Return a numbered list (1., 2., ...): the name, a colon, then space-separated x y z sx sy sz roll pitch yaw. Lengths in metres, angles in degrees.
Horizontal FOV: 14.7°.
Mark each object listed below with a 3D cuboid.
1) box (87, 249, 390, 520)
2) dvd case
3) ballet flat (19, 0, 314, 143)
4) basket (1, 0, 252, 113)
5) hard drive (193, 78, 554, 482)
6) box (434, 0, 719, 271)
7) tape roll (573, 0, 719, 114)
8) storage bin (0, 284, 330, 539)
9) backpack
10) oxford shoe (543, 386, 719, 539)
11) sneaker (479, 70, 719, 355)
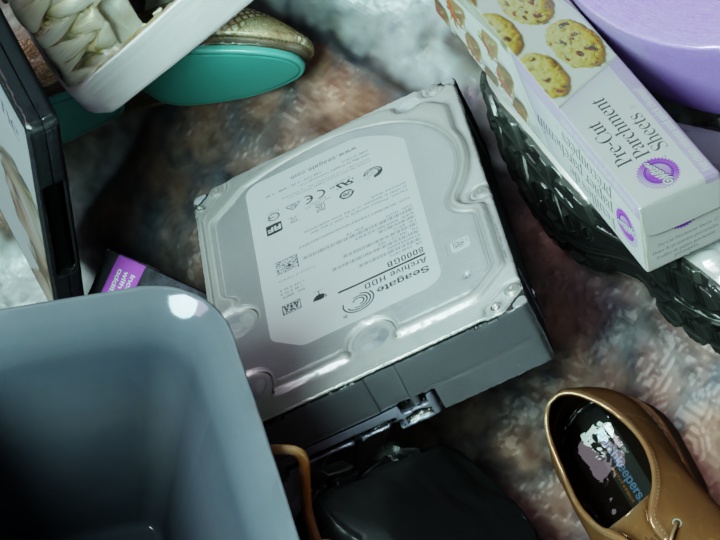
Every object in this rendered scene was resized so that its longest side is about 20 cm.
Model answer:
1. box: -0.078 0.085 1.286 0.199 0.036 0.144 22 89 44
2. dvd case: -0.168 -0.075 1.276 0.017 0.200 0.143 -24 68 -13
3. ballet flat: -0.113 -0.111 1.378 0.199 0.070 0.066 -11 62 25
4. basket: -0.136 -0.191 1.336 0.135 0.124 0.200 -38 36 1
5. hard drive: 0.000 0.000 1.219 0.139 0.038 0.200 -25 33 8
6. box: 0.089 -0.079 1.188 0.041 0.039 0.200 -24 46 -11
7. tape roll: 0.177 -0.170 1.205 0.199 0.066 0.201 -10 63 20
8. storage bin: -0.086 0.126 1.069 0.145 0.135 0.201 -10 53 -14
9. backpack: -0.002 0.192 1.163 0.154 0.163 0.200 44 107 13
10. oxford shoe: 0.135 0.128 1.150 0.071 0.071 0.200 -44 59 9
11. sneaker: 0.128 -0.038 1.216 0.079 0.074 0.200 -41 53 -14
